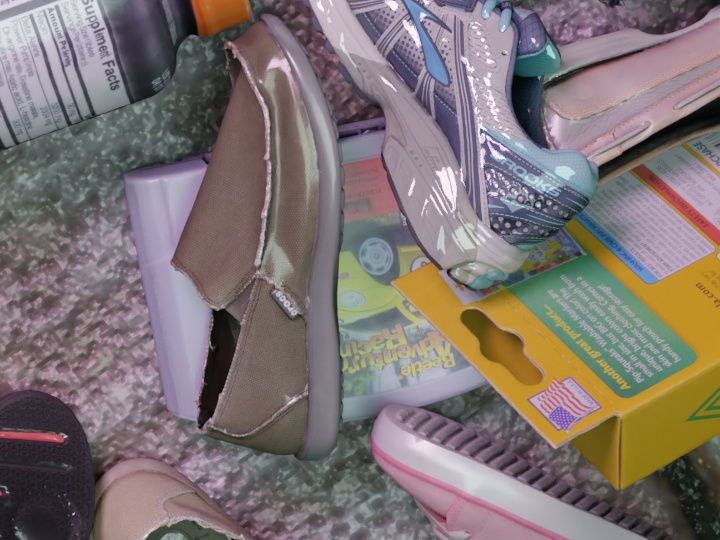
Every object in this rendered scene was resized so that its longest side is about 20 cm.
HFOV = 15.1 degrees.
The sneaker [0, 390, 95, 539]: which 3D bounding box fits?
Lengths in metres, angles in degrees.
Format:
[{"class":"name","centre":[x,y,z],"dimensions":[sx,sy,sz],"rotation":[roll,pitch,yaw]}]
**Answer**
[{"class":"sneaker","centre":[-0.174,0.154,1.235],"dimensions":[0.073,0.087,0.201],"rotation":[13,77,-18]}]

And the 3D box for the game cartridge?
[{"class":"game cartridge","centre":[0.000,0.000,1.243],"dimensions":[0.199,0.041,0.134],"rotation":[-12,109,-6]}]

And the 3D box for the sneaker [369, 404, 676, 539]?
[{"class":"sneaker","centre":[0.070,0.143,1.257],"dimensions":[0.200,0.075,0.105],"rotation":[29,97,-29]}]

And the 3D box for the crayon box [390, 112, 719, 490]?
[{"class":"crayon box","centre":[0.129,0.014,1.189],"dimensions":[0.199,0.126,0.052],"rotation":[-26,138,-21]}]

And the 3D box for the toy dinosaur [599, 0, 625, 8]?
[{"class":"toy dinosaur","centre":[0.119,-0.150,1.203],"dimensions":[0.199,0.088,0.048],"rotation":[-21,129,-3]}]

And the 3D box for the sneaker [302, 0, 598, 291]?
[{"class":"sneaker","centre":[0.040,-0.096,1.170],"dimensions":[0.086,0.078,0.201],"rotation":[-31,75,18]}]

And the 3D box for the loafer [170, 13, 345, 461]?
[{"class":"loafer","centre":[-0.046,-0.010,1.175],"dimensions":[0.069,0.075,0.201],"rotation":[-6,105,-12]}]

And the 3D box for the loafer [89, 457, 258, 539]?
[{"class":"loafer","centre":[-0.045,0.166,1.257],"dimensions":[0.200,0.068,0.076],"rotation":[35,96,-15]}]

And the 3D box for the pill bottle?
[{"class":"pill bottle","centre":[-0.149,-0.108,1.155],"dimensions":[0.199,0.106,0.107],"rotation":[-20,106,-4]}]

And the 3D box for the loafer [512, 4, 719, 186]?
[{"class":"loafer","centre":[0.163,-0.080,1.207],"dimensions":[0.199,0.072,0.063],"rotation":[-17,61,-10]}]
